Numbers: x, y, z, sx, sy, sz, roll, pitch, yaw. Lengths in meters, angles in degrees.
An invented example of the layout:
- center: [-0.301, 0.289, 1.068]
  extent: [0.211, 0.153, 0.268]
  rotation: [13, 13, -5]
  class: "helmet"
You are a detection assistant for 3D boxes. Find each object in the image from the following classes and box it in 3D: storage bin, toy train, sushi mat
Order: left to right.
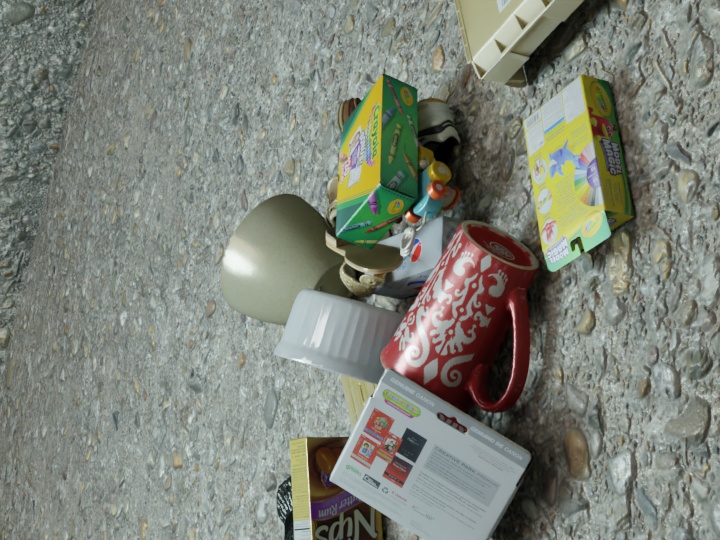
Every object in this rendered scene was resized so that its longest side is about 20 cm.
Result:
- center: [0.007, 0.192, 1.836]
  extent: [0.096, 0.012, 0.201]
  rotation: [-49, 42, 41]
  class: "sushi mat"
- center: [0.070, -0.087, 1.666]
  extent: [0.151, 0.055, 0.200]
  rotation: [-66, 22, 10]
  class: "toy train"
- center: [0.208, -0.358, 1.547]
  extent: [0.200, 0.093, 0.200]
  rotation: [-44, 46, 47]
  class: "storage bin"

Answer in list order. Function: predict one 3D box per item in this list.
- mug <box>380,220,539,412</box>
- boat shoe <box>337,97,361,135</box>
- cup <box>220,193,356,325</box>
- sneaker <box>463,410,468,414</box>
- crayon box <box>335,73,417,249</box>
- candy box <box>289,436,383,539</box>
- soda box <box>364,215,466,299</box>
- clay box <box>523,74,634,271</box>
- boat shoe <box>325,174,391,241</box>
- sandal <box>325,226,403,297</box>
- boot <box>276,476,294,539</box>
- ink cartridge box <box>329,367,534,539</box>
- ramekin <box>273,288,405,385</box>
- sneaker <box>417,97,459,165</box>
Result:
- center: [0.144, 0.062, 1.547]
  extent: [0.201, 0.177, 0.133]
  rotation: [-64, -11, 21]
  class: "mug"
- center: [0.014, -0.191, 1.889]
  extent: [0.067, 0.072, 0.201]
  rotation: [-28, 42, 16]
  class: "boat shoe"
- center: [-0.090, 0.004, 1.916]
  extent: [0.143, 0.199, 0.202]
  rotation: [29, 109, 33]
  class: "cup"
- center: [0.077, 0.234, 1.636]
  extent: [0.112, 0.072, 0.202]
  rotation: [47, 123, 54]
  class: "sneaker"
- center: [0.022, -0.144, 1.674]
  extent: [0.119, 0.058, 0.201]
  rotation: [-47, 31, 44]
  class: "crayon box"
- center: [-0.032, 0.330, 1.745]
  extent: [0.056, 0.116, 0.202]
  rotation: [-20, 70, 56]
  class: "candy box"
- center: [0.080, -0.014, 1.710]
  extent: [0.200, 0.063, 0.069]
  rotation: [-22, 61, 57]
  class: "soda box"
- center: [0.248, -0.106, 1.449]
  extent: [0.115, 0.047, 0.202]
  rotation: [-37, 52, 52]
  class: "clay box"
- center: [-0.018, -0.085, 1.905]
  extent: [0.073, 0.064, 0.201]
  rotation: [-64, 33, 28]
  class: "boat shoe"
- center: [0.005, -0.001, 1.721]
  extent: [0.212, 0.077, 0.070]
  rotation: [-139, 43, -65]
  class: "sandal"
- center: [-0.098, 0.420, 1.889]
  extent: [0.212, 0.079, 0.158]
  rotation: [-54, 44, 23]
  class: "boot"
- center: [0.092, 0.215, 1.488]
  extent: [0.177, 0.199, 0.084]
  rotation: [-64, -11, 26]
  class: "ink cartridge box"
- center: [-0.009, 0.093, 1.714]
  extent: [0.200, 0.199, 0.099]
  rotation: [9, 82, 61]
  class: "ramekin"
- center: [0.070, -0.139, 1.753]
  extent: [0.201, 0.075, 0.088]
  rotation: [-62, 41, 39]
  class: "sneaker"
